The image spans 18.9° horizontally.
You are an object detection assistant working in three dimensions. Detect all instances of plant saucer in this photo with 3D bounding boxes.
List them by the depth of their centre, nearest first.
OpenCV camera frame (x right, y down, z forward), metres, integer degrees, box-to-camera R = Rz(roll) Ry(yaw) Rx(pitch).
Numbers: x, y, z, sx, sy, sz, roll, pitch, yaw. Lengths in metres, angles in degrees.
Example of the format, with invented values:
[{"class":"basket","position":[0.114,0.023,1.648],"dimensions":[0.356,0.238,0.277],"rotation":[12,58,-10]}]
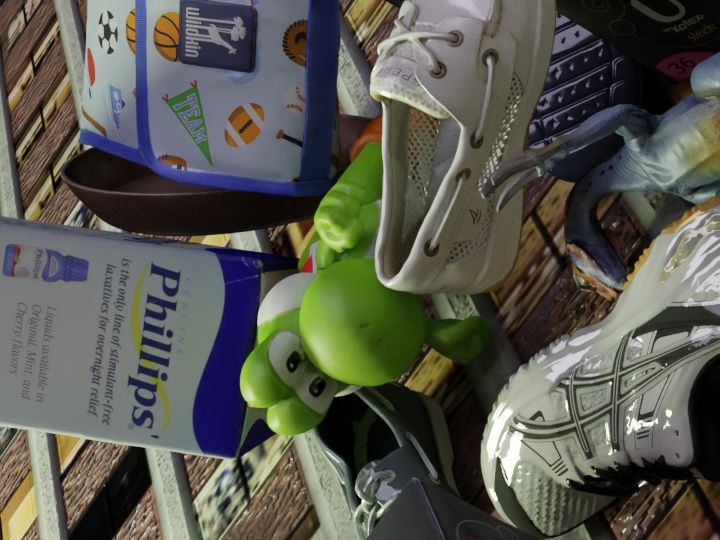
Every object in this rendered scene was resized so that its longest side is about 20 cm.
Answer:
[{"class":"plant saucer","position":[-0.076,-0.056,1.282],"dimensions":[0.200,0.199,0.035],"rotation":[-150,50,-65]}]

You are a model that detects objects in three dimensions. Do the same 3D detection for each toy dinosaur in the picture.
[{"class":"toy dinosaur","position":[0.159,-0.047,0.952],"dimensions":[0.200,0.105,0.181],"rotation":[-33,7,-19]}]

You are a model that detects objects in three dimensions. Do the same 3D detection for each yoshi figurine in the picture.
[{"class":"yoshi figurine","position":[0.014,0.000,1.062],"dimensions":[0.112,0.112,0.200],"rotation":[100,-165,-45]}]

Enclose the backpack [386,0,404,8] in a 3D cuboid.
[{"class":"backpack","position":[0.052,-0.227,1.237],"dimensions":[0.167,0.126,0.201],"rotation":[-33,41,42]}]

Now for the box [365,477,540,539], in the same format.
[{"class":"box","position":[0.019,0.208,0.880],"dimensions":[0.200,0.106,0.122],"rotation":[-55,26,15]}]

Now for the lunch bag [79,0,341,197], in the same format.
[{"class":"lunch bag","position":[-0.075,-0.137,1.180],"dimensions":[0.200,0.123,0.171],"rotation":[23,114,55]}]

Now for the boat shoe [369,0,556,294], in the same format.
[{"class":"boat shoe","position":[0.039,-0.085,0.970],"dimensions":[0.071,0.069,0.201],"rotation":[15,106,51]}]

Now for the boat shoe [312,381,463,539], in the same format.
[{"class":"boat shoe","position":[0.015,0.117,1.032],"dimensions":[0.073,0.062,0.200],"rotation":[-53,26,21]}]

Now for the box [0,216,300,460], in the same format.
[{"class":"box","position":[-0.141,0.031,1.165],"dimensions":[0.184,0.199,0.105],"rotation":[-8,-73,-85]}]

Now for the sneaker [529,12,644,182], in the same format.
[{"class":"sneaker","position":[0.112,-0.133,1.102],"dimensions":[0.074,0.082,0.201],"rotation":[-17,64,23]}]

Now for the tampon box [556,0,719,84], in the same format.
[{"class":"tampon box","position":[0.165,-0.219,1.006],"dimensions":[0.150,0.126,0.201],"rotation":[-27,43,53]}]

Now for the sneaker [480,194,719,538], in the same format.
[{"class":"sneaker","position":[0.119,0.060,0.879],"dimensions":[0.200,0.075,0.088],"rotation":[-55,43,38]}]
